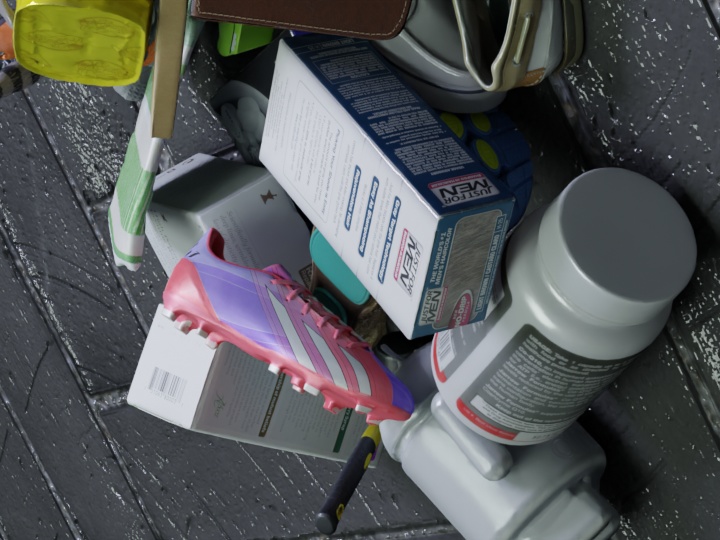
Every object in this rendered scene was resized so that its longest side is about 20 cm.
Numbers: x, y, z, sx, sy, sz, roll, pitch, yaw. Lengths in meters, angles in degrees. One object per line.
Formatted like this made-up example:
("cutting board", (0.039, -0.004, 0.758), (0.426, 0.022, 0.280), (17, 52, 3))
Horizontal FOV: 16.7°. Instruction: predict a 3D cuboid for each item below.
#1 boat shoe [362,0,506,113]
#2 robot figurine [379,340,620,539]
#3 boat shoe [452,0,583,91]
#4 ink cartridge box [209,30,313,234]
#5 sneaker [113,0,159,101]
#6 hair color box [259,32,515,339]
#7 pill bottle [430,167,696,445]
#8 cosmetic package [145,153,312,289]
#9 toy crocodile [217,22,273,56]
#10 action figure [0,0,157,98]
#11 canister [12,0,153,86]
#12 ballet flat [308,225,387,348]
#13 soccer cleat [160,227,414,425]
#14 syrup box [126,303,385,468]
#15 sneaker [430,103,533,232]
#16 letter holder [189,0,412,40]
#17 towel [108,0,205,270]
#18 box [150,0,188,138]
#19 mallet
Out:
("boat shoe", (0.022, -0.181, 1.604), (0.200, 0.074, 0.065), (41, 147, 25))
("robot figurine", (0.092, 0.124, 1.713), (0.200, 0.113, 0.170), (47, 179, 18))
("boat shoe", (0.087, -0.205, 1.500), (0.075, 0.068, 0.200), (13, 125, 48))
("ink cartridge box", (-0.007, -0.081, 1.751), (0.198, 0.043, 0.200), (59, 146, 3))
("sneaker", (-0.189, -0.233, 1.854), (0.114, 0.075, 0.200), (34, 137, 39))
("hair color box", (0.013, -0.059, 1.555), (0.200, 0.060, 0.100), (51, 142, 39))
("pill bottle", (0.132, 0.024, 1.579), (0.114, 0.114, 0.200), (53, 147, 11))
("cosmetic package", (-0.101, -0.024, 1.843), (0.102, 0.074, 0.200), (63, 166, -14))
("toy crocodile", (-0.073, -0.237, 1.688), (0.062, 0.067, 0.200), (37, 136, 31))
("action figure", (-0.221, -0.155, 1.740), (0.200, 0.193, 0.105), (-45, 66, 40))
("canister", (-0.168, -0.238, 1.591), (0.149, 0.086, 0.200), (118, 159, -74))
("ballet flat", (0.000, 0.000, 1.699), (0.071, 0.065, 0.200), (46, 155, 13))
("soccer cleat", (-0.044, 0.040, 1.682), (0.200, 0.077, 0.067), (25, 171, 20))
("syrup box", (-0.067, 0.088, 1.819), (0.079, 0.200, 0.082), (19, 91, 45))
("sneaker", (0.050, -0.080, 1.620), (0.200, 0.071, 0.083), (52, 136, 42))
("letter holder", (-0.026, -0.254, 1.548), (0.101, 0.142, 0.200), (-108, 25, -80))
("towel", (-0.146, -0.110, 1.785), (0.153, 0.023, 0.200), (-114, 42, -74))
("box", (-0.118, -0.208, 1.597), (0.200, 0.021, 0.164), (105, 170, -57))
("mallet", (0.010, 0.129, 1.767), (0.041, 0.200, 0.066), (1, 131, 23))
